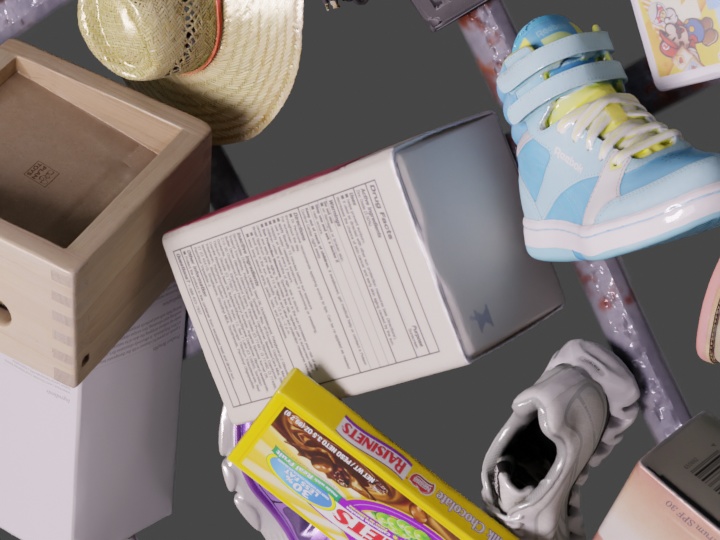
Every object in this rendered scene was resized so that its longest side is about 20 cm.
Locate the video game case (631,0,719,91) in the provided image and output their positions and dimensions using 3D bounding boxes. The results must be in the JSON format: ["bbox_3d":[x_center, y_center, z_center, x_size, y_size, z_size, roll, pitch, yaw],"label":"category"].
[{"bbox_3d":[0.202,-0.206,1.067,0.181,0.023,0.201,-11,100,41],"label":"video game case"}]

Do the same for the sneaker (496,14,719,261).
[{"bbox_3d":[0.128,-0.075,1.102,0.200,0.079,0.131,-6,99,68],"label":"sneaker"}]

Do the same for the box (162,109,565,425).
[{"bbox_3d":[0.000,0.000,1.249,0.199,0.109,0.129,-17,95,41],"label":"box"}]

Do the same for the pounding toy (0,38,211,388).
[{"bbox_3d":[-0.211,-0.041,1.334,0.199,0.184,0.143,24,137,17],"label":"pounding toy"}]

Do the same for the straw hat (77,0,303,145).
[{"bbox_3d":[-0.130,-0.167,1.311,0.200,0.085,0.202,15,116,35],"label":"straw hat"}]

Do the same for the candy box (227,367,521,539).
[{"bbox_3d":[0.019,0.145,1.237,0.200,0.026,0.102,37,146,1],"label":"candy box"}]

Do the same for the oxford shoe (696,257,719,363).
[{"bbox_3d":[0.238,-0.017,1.075,0.074,0.071,0.201,39,127,18],"label":"oxford shoe"}]

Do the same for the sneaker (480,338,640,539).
[{"bbox_3d":[0.097,0.135,1.240,0.075,0.081,0.201,30,124,25],"label":"sneaker"}]

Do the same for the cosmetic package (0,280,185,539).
[{"bbox_3d":[-0.185,0.086,1.435,0.085,0.107,0.201,23,118,31],"label":"cosmetic package"}]

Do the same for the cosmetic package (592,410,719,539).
[{"bbox_3d":[0.172,0.194,1.193,0.103,0.087,0.201,37,126,21],"label":"cosmetic package"}]

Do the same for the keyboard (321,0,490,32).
[{"bbox_3d":[-0.001,-0.223,1.189,0.127,0.021,0.201,-28,104,31],"label":"keyboard"}]

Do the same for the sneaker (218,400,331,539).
[{"bbox_3d":[-0.024,0.147,1.361,0.083,0.081,0.201,-19,103,28],"label":"sneaker"}]
